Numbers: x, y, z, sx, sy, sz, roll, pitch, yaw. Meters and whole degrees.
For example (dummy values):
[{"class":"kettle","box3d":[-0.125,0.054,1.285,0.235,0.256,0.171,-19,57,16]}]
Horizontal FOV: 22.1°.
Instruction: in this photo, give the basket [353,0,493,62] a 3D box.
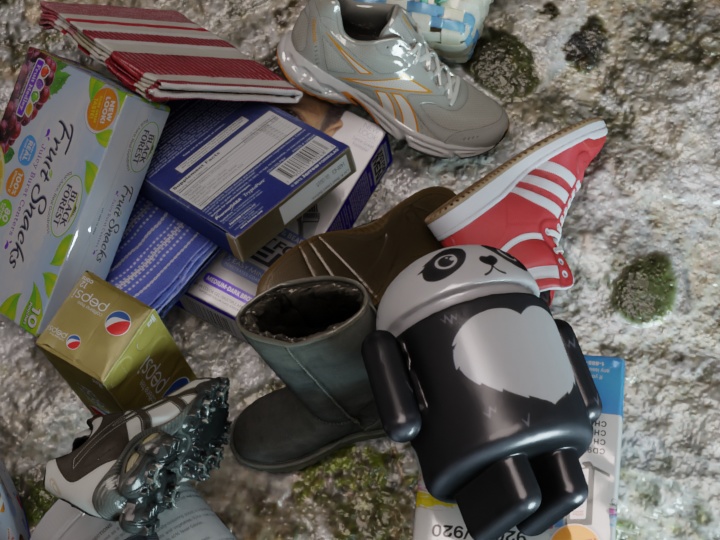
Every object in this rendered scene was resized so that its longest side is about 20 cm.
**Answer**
[{"class":"basket","box3d":[0.051,-0.284,1.548,0.175,0.139,0.202,7,79,8]}]

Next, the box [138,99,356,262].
[{"class":"box","box3d":[-0.111,-0.089,1.460,0.121,0.033,0.200,-40,47,-21]}]

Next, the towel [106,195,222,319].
[{"class":"towel","box3d":[-0.184,-0.047,1.496,0.145,0.024,0.200,-48,50,-9]}]

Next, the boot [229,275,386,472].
[{"class":"boot","box3d":[-0.047,0.080,1.374,0.181,0.200,0.073,-21,66,12]}]

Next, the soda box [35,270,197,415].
[{"class":"soda box","box3d":[-0.176,0.077,1.396,0.064,0.200,0.068,28,74,19]}]

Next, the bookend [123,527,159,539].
[{"class":"bookend","box3d":[-0.195,0.310,1.285,0.198,0.092,0.201,-27,84,39]}]

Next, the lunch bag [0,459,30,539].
[{"class":"lunch bag","box3d":[-0.317,0.186,1.385,0.123,0.170,0.201,-10,70,-2]}]

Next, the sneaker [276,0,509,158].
[{"class":"sneaker","box3d":[0.036,-0.162,1.481,0.199,0.092,0.076,22,42,-10]}]

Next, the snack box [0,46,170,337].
[{"class":"snack box","box3d":[-0.243,-0.061,1.468,0.142,0.053,0.201,27,98,41]}]

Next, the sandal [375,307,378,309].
[{"class":"sandal","box3d":[0.042,0.058,1.467,0.199,0.048,0.076,2,69,6]}]

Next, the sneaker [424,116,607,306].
[{"class":"sneaker","box3d":[0.148,-0.040,1.479,0.200,0.071,0.113,-34,92,-34]}]

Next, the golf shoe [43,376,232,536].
[{"class":"golf shoe","box3d":[-0.155,0.119,1.324,0.094,0.200,0.078,9,105,16]}]

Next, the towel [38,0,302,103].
[{"class":"towel","box3d":[-0.157,-0.175,1.500,0.143,0.023,0.200,-2,26,-38]}]

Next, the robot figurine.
[{"class":"robot figurine","box3d":[0.086,0.079,1.258,0.124,0.150,0.201,-24,66,13]}]

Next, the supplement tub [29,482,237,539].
[{"class":"supplement tub","box3d":[-0.138,0.245,1.367,0.132,0.132,0.200,-39,71,-10]}]

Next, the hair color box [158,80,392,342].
[{"class":"hair color box","box3d":[-0.069,-0.045,1.509,0.109,0.065,0.201,26,72,15]}]

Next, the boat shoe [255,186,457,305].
[{"class":"boat shoe","box3d":[0.000,0.000,1.458,0.199,0.065,0.073,-24,77,-28]}]

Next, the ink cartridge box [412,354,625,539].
[{"class":"ink cartridge box","box3d":[0.116,0.175,1.364,0.146,0.145,0.201,4,69,6]}]
